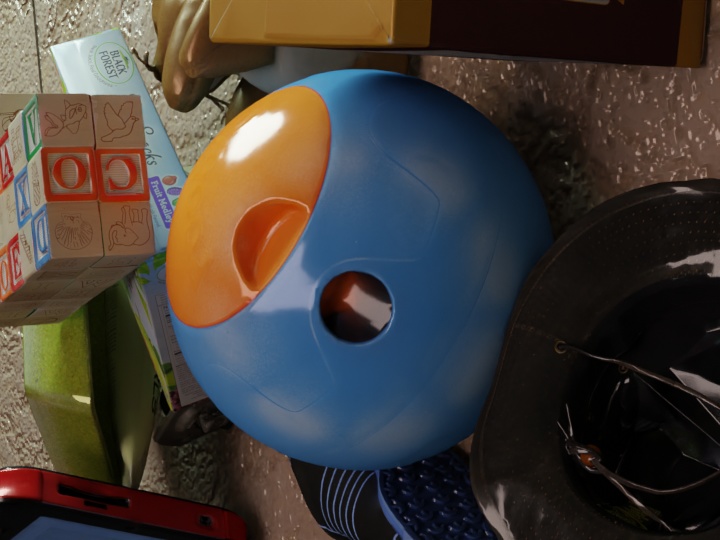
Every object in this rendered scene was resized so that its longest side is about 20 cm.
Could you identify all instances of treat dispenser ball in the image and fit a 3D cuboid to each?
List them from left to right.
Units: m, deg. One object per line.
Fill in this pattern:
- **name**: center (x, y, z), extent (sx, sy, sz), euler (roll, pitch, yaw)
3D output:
- **treat dispenser ball**: center (0.000, 0.000, 0.698), extent (0.200, 0.199, 0.203), euler (4, 96, 50)

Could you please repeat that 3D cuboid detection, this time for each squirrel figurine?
- **squirrel figurine**: center (-0.060, -0.180, 0.840), extent (0.186, 0.140, 0.202), euler (20, 94, 59)

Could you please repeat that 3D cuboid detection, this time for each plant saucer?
- **plant saucer**: center (-0.206, 0.049, 0.970), extent (0.201, 0.047, 0.202), euler (95, 167, -61)

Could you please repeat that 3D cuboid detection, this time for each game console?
- **game console**: center (-0.194, 0.195, 0.954), extent (0.177, 0.198, 0.031), euler (-41, 41, 43)

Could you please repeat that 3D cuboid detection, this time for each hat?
- **hat**: center (0.149, 0.065, 0.596), extent (0.199, 0.081, 0.203), euler (-16, 58, 27)

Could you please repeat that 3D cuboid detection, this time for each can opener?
- **can opener**: center (-0.091, 0.046, 0.927), extent (0.067, 0.053, 0.201), euler (57, 131, 30)

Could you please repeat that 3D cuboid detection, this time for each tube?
- **tube**: center (-0.159, 0.063, 0.970), extent (0.051, 0.058, 0.202), euler (-19, 58, 27)

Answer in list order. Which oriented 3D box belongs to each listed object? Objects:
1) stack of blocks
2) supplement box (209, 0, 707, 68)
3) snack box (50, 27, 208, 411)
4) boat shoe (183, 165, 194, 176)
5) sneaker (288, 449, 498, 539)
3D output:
- **stack of blocks**: center (-0.181, -0.042, 0.785), extent (0.200, 0.058, 0.117), euler (-24, 71, 60)
- **supplement box**: center (0.052, -0.197, 0.622), extent (0.132, 0.198, 0.200), euler (12, 102, 49)
- **snack box**: center (-0.135, -0.034, 0.862), extent (0.143, 0.052, 0.201), euler (88, 159, -49)
- **boat shoe**: center (-0.072, -0.044, 0.888), extent (0.200, 0.071, 0.073), euler (165, 90, -72)
- **sneaker**: center (0.015, 0.134, 0.791), extent (0.200, 0.069, 0.079), euler (50, 134, 50)
